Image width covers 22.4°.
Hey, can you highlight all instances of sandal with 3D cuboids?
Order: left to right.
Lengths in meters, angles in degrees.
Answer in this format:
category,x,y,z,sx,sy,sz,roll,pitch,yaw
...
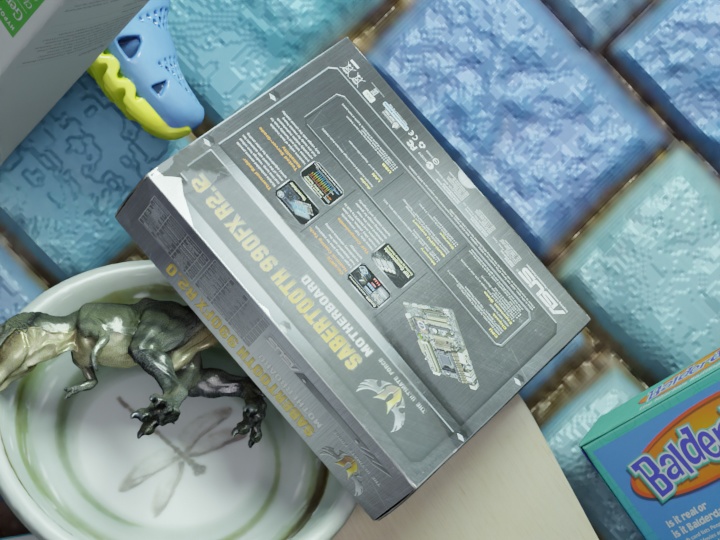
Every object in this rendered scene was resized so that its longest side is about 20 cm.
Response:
category,x,y,z,sx,sy,sz,roll,pitch,yaw
sandal,-0.129,-0.164,0.945,0.087,0.079,0.201,-28,93,-7

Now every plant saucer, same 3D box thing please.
category,x,y,z,sx,sy,sz,roll,pitch,yaw
plant saucer,-0.095,0.085,0.925,0.199,0.050,0.201,9,49,-10

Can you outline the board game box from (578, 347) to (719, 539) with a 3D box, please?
category,x,y,z,sx,sy,sz,roll,pitch,yaw
board game box,0.232,0.131,0.943,0.152,0.045,0.201,-33,93,30

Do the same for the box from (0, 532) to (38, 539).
category,x,y,z,sx,sy,sz,roll,pitch,yaw
box,-0.197,0.180,0.916,0.199,0.049,0.083,-8,78,-13

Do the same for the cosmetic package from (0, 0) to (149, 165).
category,x,y,z,sx,sy,sz,roll,pitch,yaw
cosmetic package,-0.185,-0.129,0.878,0.200,0.085,0.108,-41,82,37

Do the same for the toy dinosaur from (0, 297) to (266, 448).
category,x,y,z,sx,sy,sz,roll,pitch,yaw
toy dinosaur,-0.090,0.044,0.901,0.199,0.048,0.088,-7,46,-26

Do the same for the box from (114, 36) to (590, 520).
category,x,y,z,sx,sy,sz,roll,pitch,yaw
box,0.000,0.000,0.917,0.200,0.048,0.158,48,52,2

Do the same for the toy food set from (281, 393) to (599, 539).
category,x,y,z,sx,sy,sz,roll,pitch,yaw
toy food set,0.055,0.170,0.968,0.143,0.060,0.201,-30,93,-15
